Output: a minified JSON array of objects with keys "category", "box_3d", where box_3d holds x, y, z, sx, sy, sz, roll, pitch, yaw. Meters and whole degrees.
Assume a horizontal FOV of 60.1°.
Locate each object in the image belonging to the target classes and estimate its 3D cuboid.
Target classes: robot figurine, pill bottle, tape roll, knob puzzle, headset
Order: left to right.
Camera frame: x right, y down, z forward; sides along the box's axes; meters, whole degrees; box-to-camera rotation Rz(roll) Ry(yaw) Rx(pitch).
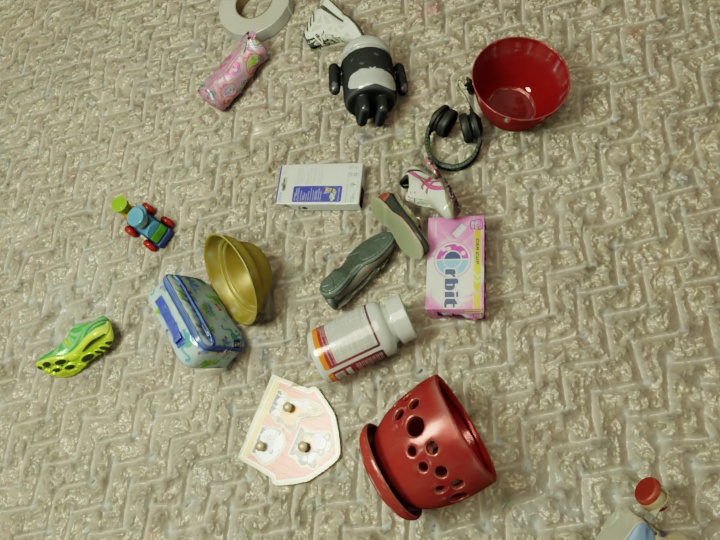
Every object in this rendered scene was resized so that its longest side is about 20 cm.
[{"category":"tape roll","box_3d":[-0.269,-0.683,1.608,0.198,0.037,0.207,-5,69,14]},{"category":"knob puzzle","box_3d":[-0.128,0.322,1.217,0.215,0.030,0.224,-5,70,13]},{"category":"pill bottle","box_3d":[0.004,0.129,1.206,0.197,0.110,0.111,-25,66,4]},{"category":"robot figurine","box_3d":[0.018,-0.424,1.393,0.124,0.149,0.204,-23,64,38]},{"category":"headset","box_3d":[0.210,-0.313,1.341,0.121,0.094,0.204,14,90,15]}]

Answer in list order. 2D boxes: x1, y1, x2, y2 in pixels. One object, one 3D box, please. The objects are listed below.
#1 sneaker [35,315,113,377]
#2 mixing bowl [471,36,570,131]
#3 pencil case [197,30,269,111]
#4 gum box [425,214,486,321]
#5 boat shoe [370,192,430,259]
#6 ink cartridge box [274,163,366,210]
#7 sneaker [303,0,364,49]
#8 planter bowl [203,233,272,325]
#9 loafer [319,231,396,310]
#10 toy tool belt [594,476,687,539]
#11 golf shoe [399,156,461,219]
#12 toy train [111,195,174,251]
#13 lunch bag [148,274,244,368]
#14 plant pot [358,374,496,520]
[{"category":"sneaker","box_3d":[-0.634,0.172,1.396,0.197,0.074,0.084,-29,41,7]},{"category":"mixing bowl","box_3d":[0.320,-0.365,1.285,0.195,0.109,0.204,0,68,1]},{"category":"pencil case","box_3d":[-0.309,-0.488,1.524,0.087,0.088,0.201,36,84,23]},{"category":"gum box","box_3d":[0.190,-0.001,1.224,0.111,0.066,0.204,-1,71,16]},{"category":"boat shoe","box_3d":[0.090,-0.097,1.264,0.061,0.072,0.201,-16,41,-21]},{"category":"ink cartridge box","box_3d":[-0.088,-0.185,1.382,0.196,0.039,0.102,3,72,15]},{"category":"sneaker","box_3d":[-0.063,-0.559,1.499,0.115,0.076,0.201,-43,58,7]},{"category":"planter bowl","box_3d":[-0.243,0.005,1.307,0.083,0.202,0.201,-26,60,-34]},{"category":"loafer","box_3d":[0.000,0.000,1.286,0.199,0.063,0.071,-41,39,-17]},{"category":"toy tool belt","box_3d":[0.448,0.444,0.985,0.122,0.125,0.201,37,86,-8]},{"category":"golf shoe","box_3d":[0.141,-0.153,1.265,0.091,0.073,0.201,-32,35,6]},{"category":"toy train","box_3d":[-0.537,-0.136,1.443,0.198,0.116,0.085,32,81,23]},{"category":"lunch bag","box_3d":[-0.337,0.104,1.276,0.082,0.160,0.201,-42,65,14]},{"category":"plant pot","box_3d":[0.111,0.313,1.068,0.181,0.200,0.202,-35,66,9]}]
